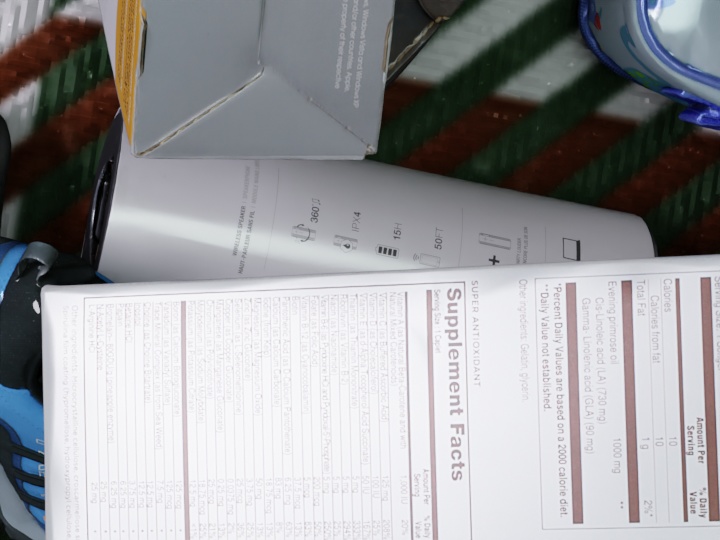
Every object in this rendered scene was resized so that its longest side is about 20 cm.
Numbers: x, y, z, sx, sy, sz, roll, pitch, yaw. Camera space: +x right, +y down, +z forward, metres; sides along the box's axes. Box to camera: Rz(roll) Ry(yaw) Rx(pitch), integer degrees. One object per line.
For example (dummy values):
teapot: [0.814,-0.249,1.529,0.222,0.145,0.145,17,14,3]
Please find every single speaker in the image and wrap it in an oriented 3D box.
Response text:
speaker: [0.000,0.000,0.828,0.199,0.081,0.082,11,92,-12]

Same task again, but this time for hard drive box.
hard drive box: [-0.041,-0.150,0.725,0.076,0.200,0.157,0,123,-12]

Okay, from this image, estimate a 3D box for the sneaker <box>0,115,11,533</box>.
sneaker: [-0.152,0.039,0.815,0.079,0.075,0.201,16,88,-37]

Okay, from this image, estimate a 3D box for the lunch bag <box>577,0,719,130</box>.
lunch bag: [0.189,-0.114,0.863,0.199,0.082,0.162,20,89,-14]

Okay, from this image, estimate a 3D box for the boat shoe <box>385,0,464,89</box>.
boat shoe: [0.022,-0.134,0.829,0.074,0.073,0.201,34,86,-13]

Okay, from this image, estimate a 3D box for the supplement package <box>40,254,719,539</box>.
supplement package: [0.035,0.075,0.668,0.199,0.191,0.148,-3,87,14]

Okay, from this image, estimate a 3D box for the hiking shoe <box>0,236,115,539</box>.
hiking shoe: [-0.083,0.057,0.774,0.200,0.086,0.075,45,56,-46]
